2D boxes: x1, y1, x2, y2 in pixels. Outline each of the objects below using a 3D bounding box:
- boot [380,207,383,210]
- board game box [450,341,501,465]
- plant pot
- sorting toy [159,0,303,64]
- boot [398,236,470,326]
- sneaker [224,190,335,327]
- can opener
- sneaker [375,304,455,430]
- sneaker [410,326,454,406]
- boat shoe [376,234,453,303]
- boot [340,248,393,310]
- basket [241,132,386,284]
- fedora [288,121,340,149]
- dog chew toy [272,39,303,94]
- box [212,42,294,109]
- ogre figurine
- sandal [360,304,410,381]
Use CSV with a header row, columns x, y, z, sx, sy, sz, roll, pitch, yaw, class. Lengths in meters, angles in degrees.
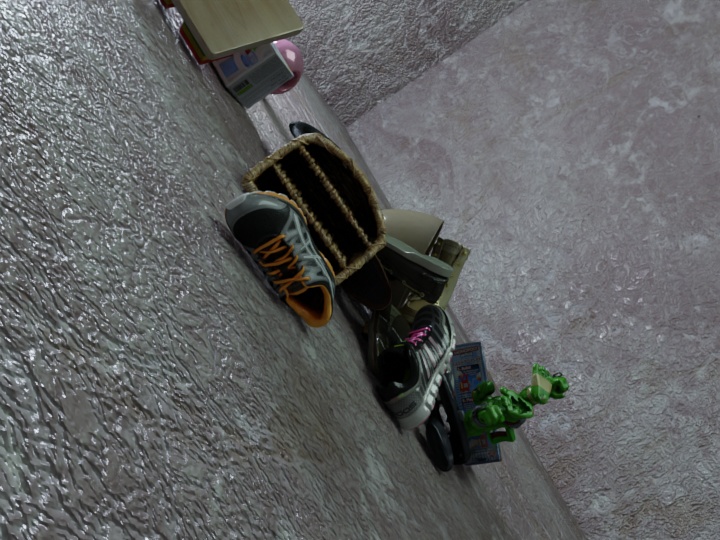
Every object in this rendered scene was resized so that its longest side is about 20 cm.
x,y,z,sx,sy,sz,roll,pitch,yaw,class
0.038,-0.050,1.624,0.199,0.070,0.147,23,-40,23,boot
0.198,0.231,1.505,0.200,0.061,0.202,49,33,-75,board game box
0.040,-0.027,1.502,0.134,0.201,0.200,28,5,5,plant pot
-0.231,-0.447,1.464,0.201,0.198,0.070,58,-37,6,sorting toy
0.129,0.022,1.497,0.072,0.156,0.200,25,9,10,boot
-0.081,-0.012,0.983,0.200,0.078,0.078,49,20,-42,sneaker
0.118,0.194,1.299,0.079,0.063,0.202,47,30,-81,can opener
0.073,0.118,1.224,0.087,0.073,0.201,44,49,-29,sneaker
0.107,0.136,1.479,0.200,0.076,0.081,-122,-161,-45,sneaker
0.058,-0.011,1.345,0.071,0.061,0.201,12,12,-40,boat shoe
0.000,0.000,1.370,0.200,0.075,0.097,49,4,33,boot
-0.051,-0.092,1.237,0.201,0.142,0.149,56,7,-6,basket
-0.074,-0.172,1.572,0.200,0.092,0.201,40,18,-15,fedora
-0.216,-0.488,1.946,0.200,0.124,0.124,51,5,17,dog chew toy
-0.225,-0.419,1.594,0.201,0.112,0.101,59,6,18,box
0.225,0.213,1.352,0.098,0.120,0.200,51,44,-1,ogre figurine
0.031,0.108,1.322,0.082,0.054,0.200,48,24,-20,sandal
